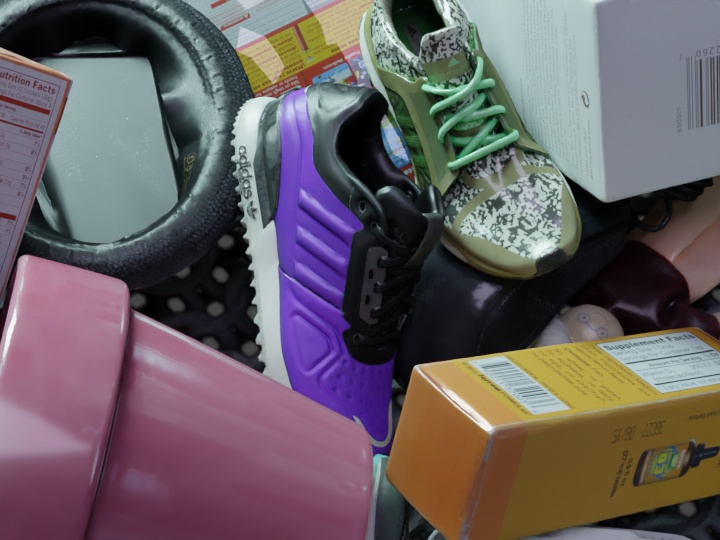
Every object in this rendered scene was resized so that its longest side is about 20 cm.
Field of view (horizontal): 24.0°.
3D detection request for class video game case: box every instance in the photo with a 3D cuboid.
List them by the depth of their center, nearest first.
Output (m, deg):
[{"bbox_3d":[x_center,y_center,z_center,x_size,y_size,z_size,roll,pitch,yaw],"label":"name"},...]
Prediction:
[{"bbox_3d":[-0.028,-0.122,0.959,0.142,0.017,0.202,-24,80,2],"label":"video game case"}]

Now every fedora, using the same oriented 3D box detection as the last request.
[{"bbox_3d":[-0.146,-0.059,0.925,0.198,0.092,0.203,2,59,-4],"label":"fedora"}]

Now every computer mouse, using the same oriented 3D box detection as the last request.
[{"bbox_3d":[0.082,-0.018,0.916,0.200,0.053,0.138,-45,34,-19],"label":"computer mouse"}]

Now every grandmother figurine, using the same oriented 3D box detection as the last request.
[{"bbox_3d":[0.161,0.000,0.936,0.121,0.061,0.200,30,58,30],"label":"grandmother figurine"}]

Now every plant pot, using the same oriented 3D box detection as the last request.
[{"bbox_3d":[-0.097,0.111,0.781,0.177,0.200,0.202,16,57,-14],"label":"plant pot"}]

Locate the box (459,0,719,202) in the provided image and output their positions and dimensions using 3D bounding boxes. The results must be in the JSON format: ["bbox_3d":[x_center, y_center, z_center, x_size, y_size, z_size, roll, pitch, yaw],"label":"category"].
[{"bbox_3d":[0.153,-0.132,0.930,0.151,0.107,0.200,-14,26,-15],"label":"box"}]

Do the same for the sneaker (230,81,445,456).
[{"bbox_3d":[0.000,0.000,0.860,0.099,0.069,0.202,-13,88,29],"label":"sneaker"}]

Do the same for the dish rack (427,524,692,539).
[{"bbox_3d":[0.118,0.206,0.784,0.170,0.044,0.202,8,55,-24],"label":"dish rack"}]

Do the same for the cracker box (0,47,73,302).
[{"bbox_3d":[-0.228,-0.021,0.828,0.133,0.057,0.202,22,94,41],"label":"cracker box"}]

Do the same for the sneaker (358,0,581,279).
[{"bbox_3d":[0.047,-0.084,0.870,0.076,0.089,0.201,-28,63,-2],"label":"sneaker"}]

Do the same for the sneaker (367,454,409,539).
[{"bbox_3d":[0.020,0.188,0.813,0.090,0.078,0.202,12,60,-17],"label":"sneaker"}]

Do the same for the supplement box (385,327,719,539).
[{"bbox_3d":[0.112,0.078,0.829,0.198,0.067,0.069,-3,28,-35],"label":"supplement box"}]
